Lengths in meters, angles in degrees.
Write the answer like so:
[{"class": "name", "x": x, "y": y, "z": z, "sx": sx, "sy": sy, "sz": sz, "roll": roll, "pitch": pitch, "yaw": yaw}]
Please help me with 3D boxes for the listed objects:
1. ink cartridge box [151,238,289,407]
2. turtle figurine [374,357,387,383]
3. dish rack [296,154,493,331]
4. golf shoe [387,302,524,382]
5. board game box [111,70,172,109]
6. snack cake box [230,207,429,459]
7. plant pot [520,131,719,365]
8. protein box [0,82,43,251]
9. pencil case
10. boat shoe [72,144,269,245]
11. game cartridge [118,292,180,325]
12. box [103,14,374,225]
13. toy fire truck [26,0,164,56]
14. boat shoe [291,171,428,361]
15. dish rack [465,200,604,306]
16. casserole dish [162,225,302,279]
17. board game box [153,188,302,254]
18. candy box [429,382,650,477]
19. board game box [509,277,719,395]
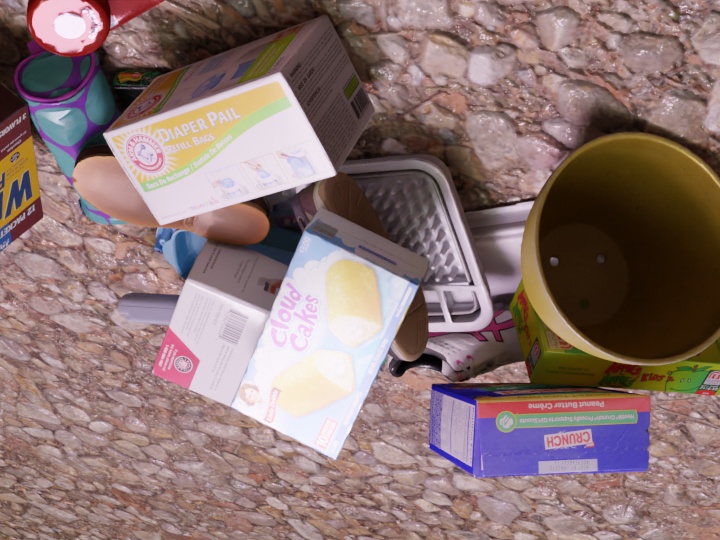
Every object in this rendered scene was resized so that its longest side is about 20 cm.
[{"class": "ink cartridge box", "x": -0.093, "y": 0.073, "z": 1.251, "sx": 0.199, "sy": 0.084, "sz": 0.146, "roll": 24, "pitch": 128, "yaw": -4}, {"class": "turtle figurine", "x": 0.025, "y": 0.089, "z": 1.407, "sx": 0.199, "sy": 0.101, "sz": 0.150, "roll": -6, "pitch": -179, "yaw": 11}, {"class": "dish rack", "x": 0.040, "y": -0.030, "z": 1.223, "sx": 0.171, "sy": 0.044, "sz": 0.201, "roll": -2, "pitch": 126, "yaw": 32}, {"class": "golf shoe", "x": 0.124, "y": 0.083, "z": 1.286, "sx": 0.199, "sy": 0.093, "sz": 0.073, "roll": 1, "pitch": 145, "yaw": 23}, {"class": "board game box", "x": -0.131, "y": -0.150, "z": 1.184, "sx": 0.199, "sy": 0.024, "sz": 0.105, "roll": 5, "pitch": 145, "yaw": 19}, {"class": "snack cake box", "x": -0.030, "y": 0.059, "z": 1.133, "sx": 0.114, "sy": 0.067, "sz": 0.201, "roll": 25, "pitch": 115, "yaw": 2}, {"class": "plant pot", "x": 0.224, "y": -0.008, "z": 1.105, "sx": 0.199, "sy": 0.201, "sz": 0.142, "roll": 22, "pitch": 166, "yaw": -9}, {"class": "protein box", "x": -0.433, "y": -0.122, "z": 1.196, "sx": 0.200, "sy": 0.135, "sz": 0.199, "roll": 38, "pitch": 151, "yaw": 13}, {"class": "pencil case", "x": -0.269, "y": -0.132, "z": 1.217, "sx": 0.085, "sy": 0.093, "sz": 0.200, "roll": -24, "pitch": 144, "yaw": -7}, {"class": "boat shoe", "x": -0.184, "y": -0.080, "z": 1.203, "sx": 0.199, "sy": 0.071, "sz": 0.071, "roll": 19, "pitch": 123, "yaw": -24}, {"class": "game cartridge", "x": -0.166, "y": 0.051, "z": 1.422, "sx": 0.132, "sy": 0.042, "sz": 0.200, "roll": -2, "pitch": 173, "yaw": 28}, {"class": "box", "x": -0.107, "y": -0.129, "z": 1.081, "sx": 0.199, "sy": 0.113, "sz": 0.102, "roll": -13, "pitch": 120, "yaw": 31}, {"class": "toy fire truck", "x": -0.214, "y": -0.279, "z": 0.961, "sx": 0.167, "sy": 0.113, "sz": 0.200, "roll": -26, "pitch": 135, "yaw": 16}, {"class": "boat shoe", "x": 0.000, "y": 0.000, "z": 1.184, "sx": 0.065, "sy": 0.072, "sz": 0.201, "roll": -12, "pitch": 115, "yaw": 42}, {"class": "dish rack", "x": 0.155, "y": 0.003, "z": 1.271, "sx": 0.199, "sy": 0.044, "sz": 0.172, "roll": -7, "pitch": 142, "yaw": 35}, {"class": "casserole dish", "x": -0.114, "y": -0.012, "z": 1.329, "sx": 0.199, "sy": 0.039, "sz": 0.121, "roll": 14, "pitch": 149, "yaw": 5}, {"class": "board game box", "x": -0.121, "y": -0.043, "z": 1.345, "sx": 0.199, "sy": 0.026, "sz": 0.200, "roll": 20, "pitch": 148, "yaw": -6}, {"class": "candy box", "x": 0.168, "y": 0.151, "z": 1.201, "sx": 0.168, "sy": 0.078, "sz": 0.200, "roll": 0, "pitch": 180, "yaw": -9}, {"class": "board game box", "x": 0.255, "y": 0.064, "z": 1.205, "sx": 0.199, "sy": 0.102, "sz": 0.048, "roll": 5, "pitch": 133, "yaw": -14}]
